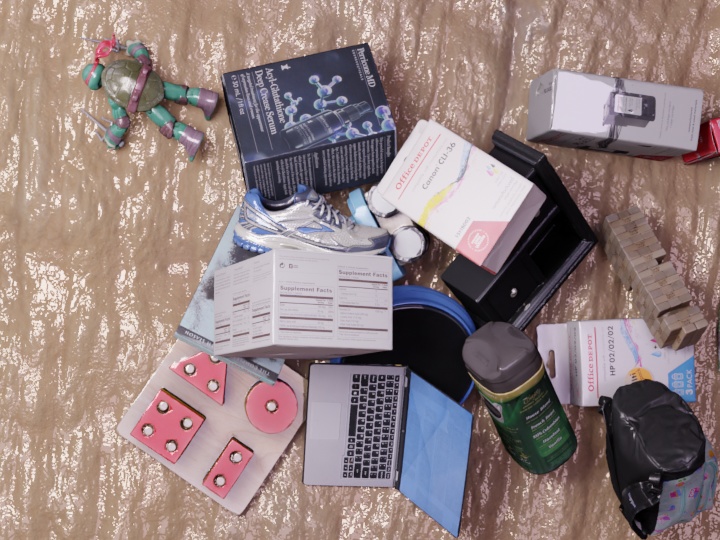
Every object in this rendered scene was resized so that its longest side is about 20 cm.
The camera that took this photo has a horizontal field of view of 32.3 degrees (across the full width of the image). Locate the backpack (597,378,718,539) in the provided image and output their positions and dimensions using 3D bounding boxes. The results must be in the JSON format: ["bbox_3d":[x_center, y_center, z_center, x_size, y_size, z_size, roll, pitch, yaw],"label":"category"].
[{"bbox_3d":[0.388,0.256,1.606,0.126,0.201,0.168,-15,44,-2],"label":"backpack"}]

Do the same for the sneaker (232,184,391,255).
[{"bbox_3d":[-0.058,-0.060,1.545,0.198,0.077,0.086,6,106,-3],"label":"sneaker"}]

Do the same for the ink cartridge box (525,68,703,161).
[{"bbox_3d":[0.330,-0.204,1.642,0.198,0.145,0.084,7,89,-5],"label":"ink cartridge box"}]

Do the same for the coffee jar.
[{"bbox_3d":[0.204,0.162,1.592,0.085,0.104,0.201,-35,125,-10],"label":"coffee jar"}]

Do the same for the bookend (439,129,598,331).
[{"bbox_3d":[0.181,-0.036,1.593,0.199,0.092,0.200,-48,136,-7],"label":"bookend"}]

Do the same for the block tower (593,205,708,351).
[{"bbox_3d":[0.381,0.008,1.641,0.054,0.058,0.201,-19,63,-15],"label":"block tower"}]

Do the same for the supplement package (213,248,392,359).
[{"bbox_3d":[-0.072,0.045,1.494,0.155,0.200,0.112,4,82,-26],"label":"supplement package"}]

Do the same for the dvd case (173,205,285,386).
[{"bbox_3d":[-0.137,0.031,1.612,0.145,0.022,0.201,28,65,-8],"label":"dvd case"}]

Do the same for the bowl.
[{"bbox_3d":[0.060,0.118,1.615,0.199,0.039,0.202,-3,114,-6],"label":"bowl"}]

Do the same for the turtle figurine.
[{"bbox_3d":[-0.291,-0.226,1.614,0.199,0.101,0.151,23,85,-10],"label":"turtle figurine"}]

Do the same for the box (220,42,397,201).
[{"bbox_3d":[-0.065,-0.186,1.597,0.198,0.107,0.149,-13,60,-7],"label":"box"}]

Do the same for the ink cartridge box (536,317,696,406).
[{"bbox_3d":[0.342,0.123,1.667,0.198,0.068,0.116,-2,87,-6],"label":"ink cartridge box"}]

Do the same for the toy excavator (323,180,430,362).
[{"bbox_3d":[0.000,0.000,1.640,0.199,0.100,0.196,-27,91,8],"label":"toy excavator"}]

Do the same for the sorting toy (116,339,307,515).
[{"bbox_3d":[-0.183,0.184,1.615,0.199,0.070,0.199,35,85,-3],"label":"sorting toy"}]

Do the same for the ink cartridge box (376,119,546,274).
[{"bbox_3d":[0.109,-0.099,1.506,0.200,0.067,0.117,35,95,26],"label":"ink cartridge box"}]

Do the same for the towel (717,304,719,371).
[{"bbox_3d":[0.570,0.049,1.712,0.148,0.031,0.202,4,87,-6],"label":"towel"}]

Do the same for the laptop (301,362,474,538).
[{"bbox_3d":[0.030,0.227,1.574,0.198,0.116,0.189,2,116,-5],"label":"laptop"}]

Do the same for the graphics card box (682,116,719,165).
[{"bbox_3d":[0.543,-0.197,1.672,0.198,0.125,0.051,-15,88,-5],"label":"graphics card box"}]
